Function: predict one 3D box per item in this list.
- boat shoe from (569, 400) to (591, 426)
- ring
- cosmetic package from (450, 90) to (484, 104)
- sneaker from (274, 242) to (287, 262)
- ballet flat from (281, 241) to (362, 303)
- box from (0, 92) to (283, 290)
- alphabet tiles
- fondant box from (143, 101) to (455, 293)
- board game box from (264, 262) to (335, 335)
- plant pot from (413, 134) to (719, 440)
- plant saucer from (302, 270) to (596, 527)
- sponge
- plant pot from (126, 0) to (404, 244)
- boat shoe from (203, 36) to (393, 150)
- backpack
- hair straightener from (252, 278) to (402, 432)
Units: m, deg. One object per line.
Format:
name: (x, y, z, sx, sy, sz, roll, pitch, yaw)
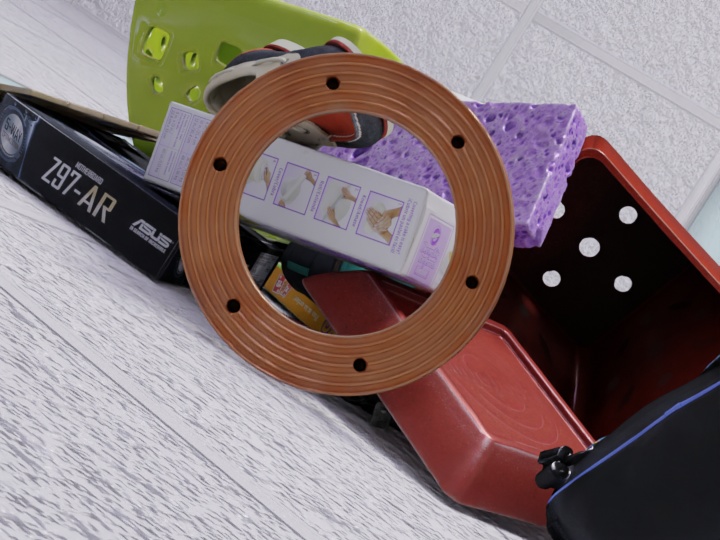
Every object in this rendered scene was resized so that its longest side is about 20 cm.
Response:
boat shoe: (0.179, 0.138, 1.464, 0.200, 0.066, 0.072, 36, 5, 27)
ring: (-0.008, -0.027, 1.062, 0.199, 0.202, 0.019, 33, -5, 0)
cosmetic package: (0.056, -0.057, 1.535, 0.084, 0.108, 0.201, 21, 41, 5)
sneaker: (-0.052, -0.025, 1.594, 0.198, 0.071, 0.090, 21, 34, 18)
ballet flat: (0.000, 0.000, 1.369, 0.073, 0.074, 0.199, 34, 13, 24)
box: (-0.153, -0.046, 1.237, 0.160, 0.044, 0.200, 35, 5, 16)
alphabet tiles: (-0.234, -0.119, 1.264, 0.165, 0.006, 0.199, 13, -2, 39)
fondant box: (-0.022, -0.041, 1.181, 0.198, 0.059, 0.144, 19, -2, 26)
board game box: (0.002, 0.054, 1.372, 0.095, 0.030, 0.200, 29, 4, -37)
plant pot: (0.171, 0.011, 1.383, 0.200, 0.199, 0.177, 46, 21, -10)
plant saucer: (0.078, 0.080, 1.149, 0.199, 0.037, 0.201, 22, 25, -47)
sponge: (0.054, -0.073, 1.280, 0.198, 0.112, 0.030, 5, -36, 33)
plant pot: (-0.090, -0.126, 1.501, 0.197, 0.184, 0.200, 17, 2, 13)
boat shoe: (-0.042, -0.111, 1.163, 0.200, 0.062, 0.072, 24, -45, 62)
backpack: (0.211, 0.130, 1.041, 0.135, 0.182, 0.200, 58, 9, 17)
hair straightener: (0.002, 0.064, 1.130, 0.199, 0.041, 0.077, 37, 2, -30)
